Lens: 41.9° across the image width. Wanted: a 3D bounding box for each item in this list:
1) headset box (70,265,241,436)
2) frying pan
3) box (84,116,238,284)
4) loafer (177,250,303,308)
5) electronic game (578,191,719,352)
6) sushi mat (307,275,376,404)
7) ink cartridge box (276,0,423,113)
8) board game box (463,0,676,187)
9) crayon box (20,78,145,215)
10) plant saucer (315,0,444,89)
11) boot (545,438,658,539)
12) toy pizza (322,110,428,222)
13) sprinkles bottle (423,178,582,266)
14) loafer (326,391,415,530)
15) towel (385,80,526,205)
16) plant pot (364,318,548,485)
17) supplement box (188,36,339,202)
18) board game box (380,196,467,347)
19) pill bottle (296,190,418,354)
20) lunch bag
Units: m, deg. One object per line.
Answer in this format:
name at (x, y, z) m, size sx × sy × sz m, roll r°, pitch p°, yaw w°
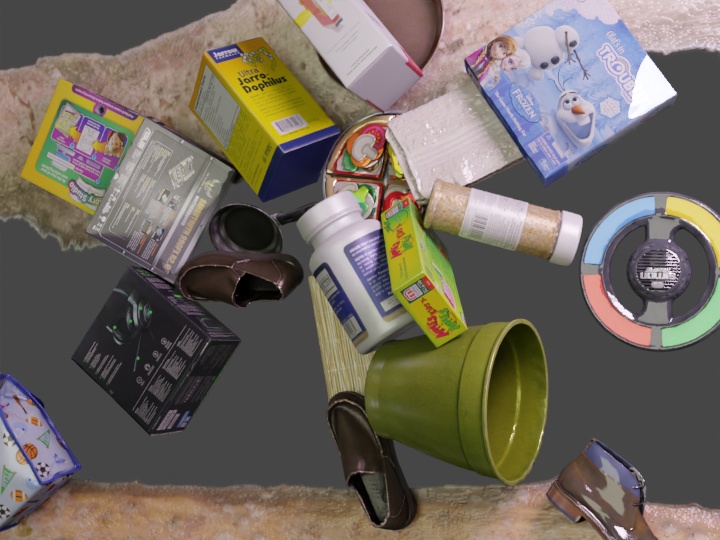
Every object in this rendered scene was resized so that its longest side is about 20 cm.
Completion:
headset box at (-0.312, 0.114, 1.411) m, size 0.199 × 0.093 × 0.175 m, roll 36°, pitch 99°, yaw 20°
frying pan at (-0.145, -0.074, 1.354) m, size 0.114 × 0.031 × 0.190 m, roll 34°, pitch 128°, yaw -13°
box at (-0.298, -0.106, 1.420) m, size 0.157 × 0.048 × 0.201 m, roll 29°, pitch 96°, yaw -3°
loafer at (-0.184, 0.015, 1.369) m, size 0.198 × 0.071 × 0.074 m, roll -6°, pitch 121°, yaw 20°
electronic game at (0.375, 0.001, 1.184) m, size 0.198 × 0.042 × 0.203 m, roll -2°, pitch 85°, yaw 20°
sushi mat at (-0.017, 0.098, 1.342) m, size 0.095 × 0.012 × 0.202 m, roll -13°, pitch 80°, yaw 19°
ink cartridge box at (-0.021, -0.326, 1.276) m, size 0.083 × 0.145 × 0.201 m, roll -41°, pitch 73°, yaw 14°
board game box at (0.270, -0.247, 1.227) m, size 0.198 × 0.043 × 0.201 m, roll -33°, pitch 75°, yaw 2°
crayon box at (-0.423, -0.186, 1.499) m, size 0.199 × 0.058 × 0.174 m, roll 26°, pitch 96°, yaw 20°
plant saucer at (0.029, -0.348, 1.353) m, size 0.198 × 0.034 × 0.203 m, roll -2°, pitch 84°, yaw 20°
boot at (0.334, 0.297, 1.157) m, size 0.199 × 0.075 × 0.098 m, roll 33°, pitch 100°, yaw 22°
toy pizza at (0.034, -0.129, 1.332) m, size 0.198 × 0.032 × 0.203 m, roll -2°, pitch 85°, yaw 21°
sprinkles bottle at (0.184, -0.063, 1.221) m, size 0.198 × 0.068 × 0.069 m, roll 15°, pitch 91°, yaw 4°
loafer at (0.010, 0.257, 1.273) m, size 0.073 × 0.071 × 0.201 m, roll -34°, pitch 76°, yaw 22°
towel at (0.141, -0.183, 1.278) m, size 0.198 × 0.034 × 0.134 m, roll -26°, pitch 77°, yaw 5°
plant pot at (0.115, 0.158, 1.204) m, size 0.191 × 0.200 × 0.203 m, roll 2°, pitch 86°, yaw 32°
supplement box at (-0.140, -0.218, 1.346) m, size 0.201 × 0.109 × 0.109 m, roll 51°, pitch 141°, yaw 17°
board game box at (0.078, -0.003, 1.206) m, size 0.047 × 0.201 × 0.102 m, roll -31°, pitch 117°, yaw 15°
pill bottle at (0.000, 0.000, 1.277) m, size 0.119 × 0.120 × 0.201 m, roll -33°, pitch 81°, yaw 15°
lunch bag at (-0.566, 0.286, 1.480) m, size 0.170 × 0.124 × 0.201 m, roll -41°, pitch 80°, yaw 14°
